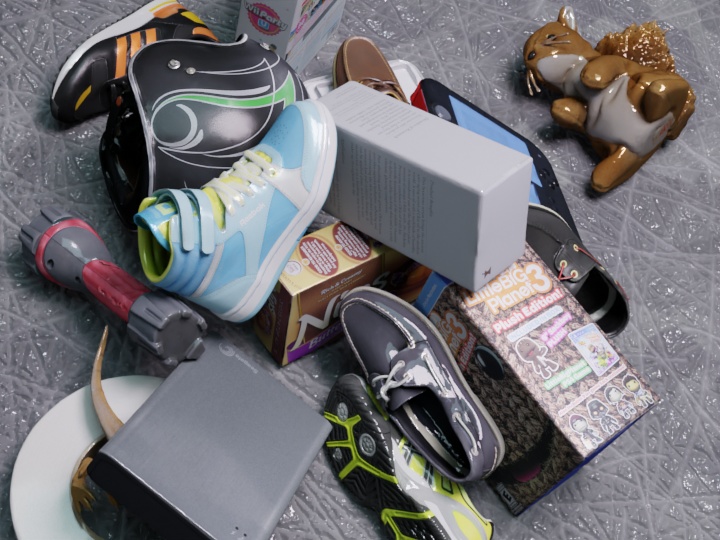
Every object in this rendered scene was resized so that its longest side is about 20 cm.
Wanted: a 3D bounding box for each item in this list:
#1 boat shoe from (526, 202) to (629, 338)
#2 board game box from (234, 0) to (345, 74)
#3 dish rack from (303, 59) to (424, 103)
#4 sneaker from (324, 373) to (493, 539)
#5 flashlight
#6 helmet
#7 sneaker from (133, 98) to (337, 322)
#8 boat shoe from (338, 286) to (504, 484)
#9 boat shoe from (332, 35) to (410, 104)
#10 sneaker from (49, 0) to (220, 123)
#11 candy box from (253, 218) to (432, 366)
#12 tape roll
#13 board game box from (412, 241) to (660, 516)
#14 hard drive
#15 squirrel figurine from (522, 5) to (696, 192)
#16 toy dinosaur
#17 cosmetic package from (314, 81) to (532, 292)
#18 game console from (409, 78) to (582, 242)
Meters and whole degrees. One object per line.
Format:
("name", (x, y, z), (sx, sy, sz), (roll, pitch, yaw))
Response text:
("boat shoe", (0.192, 0.000, 0.978), (0.201, 0.074, 0.063), (36, 15, -35))
("board game box", (-0.064, -0.295, 1.062), (0.064, 0.200, 0.148), (30, 57, 4))
("dish rack", (0.029, -0.145, 1.092), (0.171, 0.044, 0.200), (-18, 65, -23))
("sneaker", (0.039, 0.178, 0.896), (0.076, 0.075, 0.200), (-15, 66, -46))
("flashlight", (-0.217, 0.010, 0.873), (0.068, 0.068, 0.200), (-19, 38, -41))
("helmet", (-0.132, -0.121, 0.950), (0.190, 0.200, 0.200), (-8, 62, -29))
("sneaker", (-0.105, -0.060, 0.816), (0.130, 0.200, 0.079), (21, 6, -43))
("boat shoe", (0.046, 0.097, 0.870), (0.200, 0.073, 0.063), (51, 26, 9))
("boat shoe", (0.022, -0.167, 1.037), (0.072, 0.068, 0.200), (-5, 61, -17))
("sneaker", (-0.226, -0.207, 1.043), (0.090, 0.070, 0.200), (34, 55, 10))
("candy box", (0.000, 0.000, 0.950), (0.200, 0.117, 0.056), (-26, 62, -27))
("tape roll", (-0.186, 0.185, 0.841), (0.202, 0.037, 0.203), (7, 58, -12))
("board game box", (0.137, 0.092, 0.910), (0.097, 0.160, 0.200), (-29, 70, -27))
("hard drive", (-0.112, 0.142, 0.818), (0.140, 0.033, 0.200), (39, 28, -2))
("squirrel figurine", (0.282, -0.217, 1.169), (0.200, 0.142, 0.187), (-25, 58, -41))
("toy dinosaur", (-0.186, 0.148, 0.818), (0.200, 0.060, 0.106), (45, 30, 9))
("cosmetic package", (0.043, -0.076, 0.864), (0.200, 0.102, 0.071), (30, 49, 33))
("game console", (0.141, -0.104, 1.036), (0.200, 0.031, 0.177), (25, 32, -32))
